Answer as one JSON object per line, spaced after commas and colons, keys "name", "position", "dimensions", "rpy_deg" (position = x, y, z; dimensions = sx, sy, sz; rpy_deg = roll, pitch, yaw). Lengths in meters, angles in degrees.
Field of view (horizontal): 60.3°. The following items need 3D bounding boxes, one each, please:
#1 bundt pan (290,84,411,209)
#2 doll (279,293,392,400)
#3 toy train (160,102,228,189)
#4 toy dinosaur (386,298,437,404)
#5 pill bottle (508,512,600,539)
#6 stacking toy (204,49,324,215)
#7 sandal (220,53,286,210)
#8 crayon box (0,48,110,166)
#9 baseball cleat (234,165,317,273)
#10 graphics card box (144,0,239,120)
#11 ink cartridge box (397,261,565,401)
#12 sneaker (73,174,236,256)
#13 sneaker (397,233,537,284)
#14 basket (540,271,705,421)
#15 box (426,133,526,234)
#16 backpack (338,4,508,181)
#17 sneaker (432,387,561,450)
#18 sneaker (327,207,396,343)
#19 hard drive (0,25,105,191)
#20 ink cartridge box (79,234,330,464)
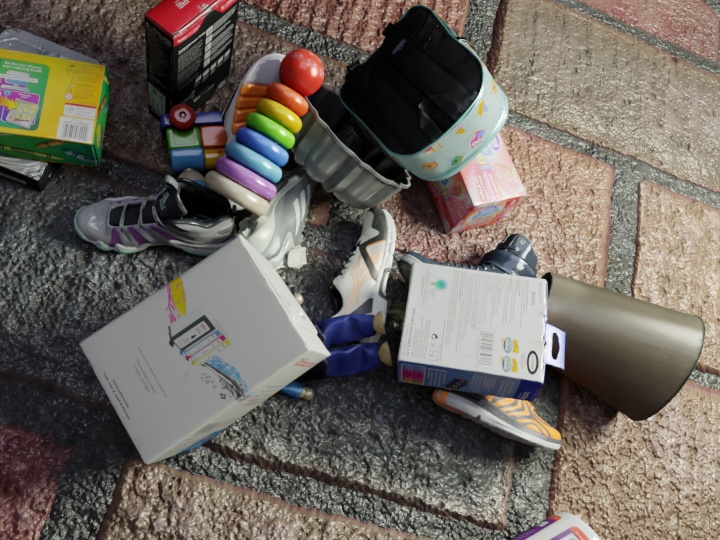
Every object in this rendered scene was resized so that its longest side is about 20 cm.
{"name": "bundt pan", "position": [-0.026, -0.163, 0.855], "dimensions": [0.202, 0.076, 0.202], "rpy_deg": [37, 25, -20]}
{"name": "doll", "position": [-0.065, 0.096, 0.775], "dimensions": [0.199, 0.048, 0.137], "rpy_deg": [-11, 97, 0]}
{"name": "toy train", "position": [-0.166, -0.163, 0.855], "dimensions": [0.199, 0.085, 0.117], "rpy_deg": [-8, 82, -20]}
{"name": "toy dinosaur", "position": [0.090, 0.123, 0.836], "dimensions": [0.200, 0.047, 0.088], "rpy_deg": [45, 57, 0]}
{"name": "pill bottle", "position": [0.190, 0.378, 0.726], "dimensions": [0.199, 0.111, 0.112], "rpy_deg": [-18, 75, -22]}
{"name": "stacking toy", "position": [-0.104, -0.171, 0.747], "dimensions": [0.085, 0.085, 0.201], "rpy_deg": [30, 91, -3]}
{"name": "sandal", "position": [-0.147, -0.182, 0.798], "dimensions": [0.079, 0.208, 0.059], "rpy_deg": [10, 21, -42]}
{"name": "crayon box", "position": [-0.421, -0.204, 0.761], "dimensions": [0.199, 0.058, 0.120], "rpy_deg": [5, 68, -15]}
{"name": "baseball cleat", "position": [-0.099, -0.067, 0.849], "dimensions": [0.107, 0.069, 0.200], "rpy_deg": [58, 45, -26]}
{"name": "graphics card box", "position": [-0.222, -0.287, 0.816], "dimensions": [0.051, 0.200, 0.126], "rpy_deg": [38, 65, 0]}
{"name": "ink cartridge box", "position": [0.151, 0.077, 0.756], "dimensions": [0.199, 0.076, 0.137], "rpy_deg": [7, 62, 9]}
{"name": "sneaker", "position": [-0.249, -0.077, 0.757], "dimensions": [0.199, 0.140, 0.078], "rpy_deg": [0, 69, -17]}
{"name": "sneaker", "position": [0.160, -0.007, 0.880], "dimensions": [0.202, 0.077, 0.147], "rpy_deg": [33, 74, -13]}
{"name": "basket", "position": [0.328, 0.093, 0.858], "dimensions": [0.199, 0.181, 0.136], "rpy_deg": [25, 39, 1]}
{"name": "box", "position": [0.154, -0.171, 0.938], "dimensions": [0.094, 0.103, 0.201], "rpy_deg": [-13, 72, -21]}
{"name": "backpack", "position": [0.090, -0.214, 0.810], "dimensions": [0.176, 0.153, 0.200], "rpy_deg": [-42, 47, 10]}
{"name": "sneaker", "position": [0.196, 0.157, 0.813], "dimensions": [0.199, 0.077, 0.113], "rpy_deg": [29, 74, -20]}
{"name": "sneaker", "position": [0.000, 0.000, 0.840], "dimensions": [0.079, 0.074, 0.201], "rpy_deg": [12, 66, -10]}
{"name": "hard drive", "position": [-0.441, -0.216, 0.813], "dimensions": [0.139, 0.038, 0.201], "rpy_deg": [21, 64, -8]}
{"name": "ink cartridge box", "position": [-0.159, 0.086, 0.681], "dimensions": [0.199, 0.147, 0.145], "rpy_deg": [-34, 79, -2]}
